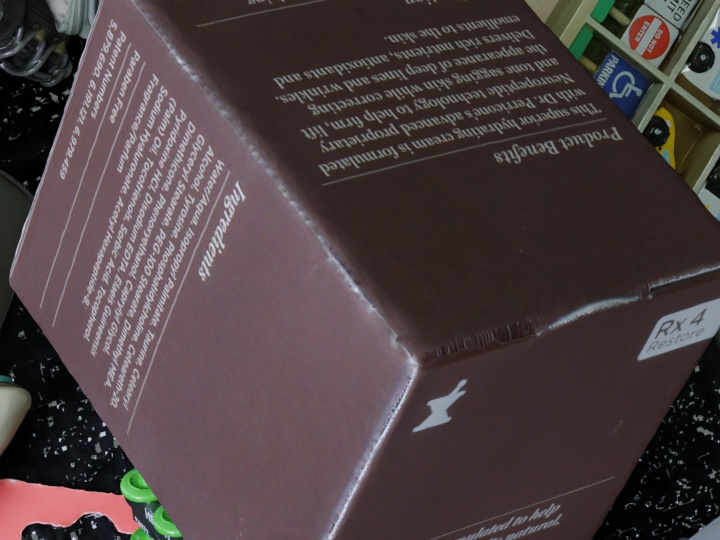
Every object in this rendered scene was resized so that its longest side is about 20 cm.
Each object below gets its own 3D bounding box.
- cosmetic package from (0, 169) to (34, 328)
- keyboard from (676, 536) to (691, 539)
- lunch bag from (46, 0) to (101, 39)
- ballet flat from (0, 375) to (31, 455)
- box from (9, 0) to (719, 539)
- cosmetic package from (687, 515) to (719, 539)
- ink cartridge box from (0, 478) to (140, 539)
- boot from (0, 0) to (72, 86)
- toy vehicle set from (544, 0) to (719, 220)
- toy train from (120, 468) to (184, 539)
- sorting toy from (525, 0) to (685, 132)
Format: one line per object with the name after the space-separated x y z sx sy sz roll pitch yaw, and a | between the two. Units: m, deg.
-0.243 -0.027 1.095 0.199 0.103 0.088 20 83 7 | cosmetic package
0.141 0.180 1.018 0.127 0.021 0.201 27 66 -20 | keyboard
-0.078 -0.182 1.058 0.139 0.168 0.201 -22 67 6 | lunch bag
-0.216 0.107 1.085 0.199 0.069 0.070 -23 78 11 | ballet flat
0.000 0.000 0.984 0.165 0.165 0.200 -14 54 -37 | box
0.152 0.202 0.981 0.150 0.052 0.201 -31 98 -31 | cosmetic package
-0.122 0.187 1.073 0.160 0.050 0.202 6 82 6 | ink cartridge box
-0.163 -0.109 1.066 0.069 0.174 0.201 -16 70 19 | boot
0.145 -0.096 1.084 0.124 0.026 0.201 34 84 -18 | toy vehicle set
-0.029 0.124 1.023 0.056 0.042 0.200 -22 35 -23 | toy train
0.064 -0.125 1.120 0.200 0.036 0.185 39 85 10 | sorting toy
